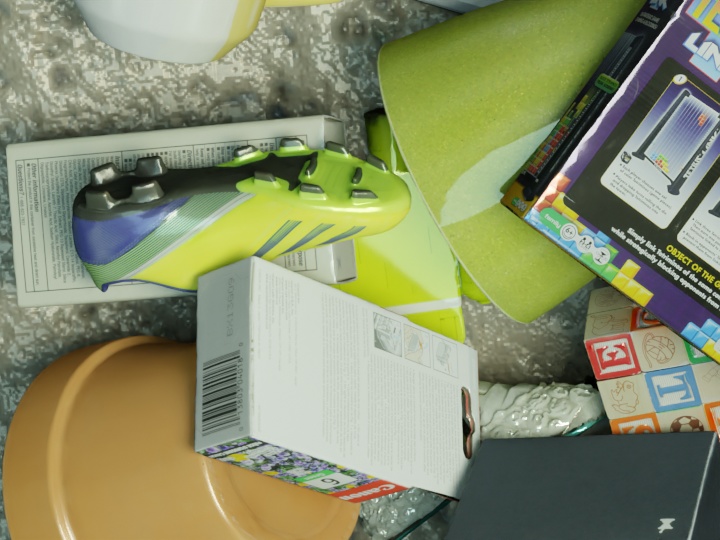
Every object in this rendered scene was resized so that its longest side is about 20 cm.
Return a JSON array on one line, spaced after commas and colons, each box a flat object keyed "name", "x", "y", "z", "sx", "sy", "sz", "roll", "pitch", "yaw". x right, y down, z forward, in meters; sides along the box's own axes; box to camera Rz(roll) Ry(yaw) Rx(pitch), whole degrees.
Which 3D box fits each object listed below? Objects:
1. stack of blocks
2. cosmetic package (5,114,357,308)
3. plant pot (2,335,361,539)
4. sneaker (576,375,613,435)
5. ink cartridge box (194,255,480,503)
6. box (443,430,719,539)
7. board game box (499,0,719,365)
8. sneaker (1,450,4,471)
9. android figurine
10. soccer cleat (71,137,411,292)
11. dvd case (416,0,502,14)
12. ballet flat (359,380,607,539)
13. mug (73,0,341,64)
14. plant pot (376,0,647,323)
[{"name": "stack of blocks", "x": 0.217, "y": 0.099, "z": 1.408, "sx": 0.115, "sy": 0.059, "sz": 0.200, "roll": -12, "pitch": 118, "yaw": 17}, {"name": "cosmetic package", "x": -0.108, "y": -0.035, "z": 1.424, "sx": 0.199, "sy": 0.073, "sz": 0.104, "roll": -3, "pitch": 90, "yaw": 10}, {"name": "plant pot", "x": -0.094, "y": 0.125, "z": 1.401, "sx": 0.140, "sy": 0.200, "sz": 0.200, "roll": -20, "pitch": 106, "yaw": 40}, {"name": "sneaker", "x": 0.206, "y": 0.086, "z": 1.478, "sx": 0.200, "sy": 0.070, "sz": 0.093, "roll": -41, "pitch": 104, "yaw": 22}, {"name": "ink cartridge box", "x": -0.010, "y": 0.074, "z": 1.371, "sx": 0.050, "sy": 0.200, "sz": 0.109, "roll": -19, "pitch": 61, "yaw": 38}, {"name": "box", "x": 0.150, "y": 0.206, "z": 1.389, "sx": 0.148, "sy": 0.107, "sz": 0.200, "roll": -3, "pitch": 124, "yaw": 22}, {"name": "board game box", "x": 0.205, "y": -0.044, "z": 1.287, "sx": 0.200, "sy": 0.057, "sz": 0.166, "roll": 36, "pitch": 93, "yaw": -16}, {"name": "sneaker", "x": -0.136, "y": 0.170, "z": 1.500, "sx": 0.090, "sy": 0.066, "sz": 0.200, "roll": -36, "pitch": 99, "yaw": 8}, {"name": "android figurine", "x": 0.000, "y": 0.000, "z": 1.483, "sx": 0.181, "sy": 0.041, "sz": 0.201, "roll": -6, "pitch": 101, "yaw": -1}, {"name": "soccer cleat", "x": -0.068, "y": -0.025, "z": 1.359, "sx": 0.199, "sy": 0.065, "sz": 0.084, "roll": -4, "pitch": 121, "yaw": 7}, {"name": "dvd case", "x": 0.101, "y": -0.251, "z": 1.439, "sx": 0.150, "sy": 0.025, "sz": 0.201, "roll": 16, "pitch": 102, "yaw": -6}, {"name": "ballet flat", "x": 0.064, "y": 0.109, "z": 1.467, "sx": 0.200, "sy": 0.072, "sz": 0.072, "roll": -34, "pitch": 103, "yaw": 32}, {"name": "mug", "x": -0.089, "y": -0.203, "z": 1.384, "sx": 0.186, "sy": 0.149, "sz": 0.154, "roll": 14, "pitch": 110, "yaw": 1}, {"name": "plant pot", "x": 0.143, "y": -0.096, "z": 1.370, "sx": 0.200, "sy": 0.187, "sz": 0.187, "roll": -27, "pitch": 103, "yaw": 17}]
